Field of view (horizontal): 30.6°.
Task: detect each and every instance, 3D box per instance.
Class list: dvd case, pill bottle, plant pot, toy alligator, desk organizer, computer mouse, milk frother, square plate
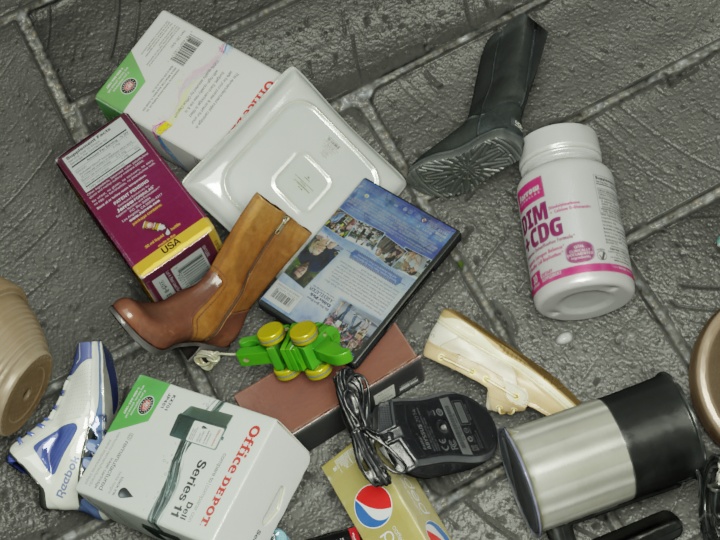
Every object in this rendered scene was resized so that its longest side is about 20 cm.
[{"bbox_3d":[0.000,0.000,1.470,0.142,0.018,0.200,31,69,25],"label":"dvd case"},{"bbox_3d":[0.237,-0.056,1.483,0.112,0.114,0.202,-7,66,2],"label":"pill bottle"},{"bbox_3d":[-0.399,0.115,1.423,0.092,0.201,0.202,26,72,10],"label":"plant pot"},{"bbox_3d":[-0.088,0.080,1.418,0.199,0.060,0.054,-3,34,31],"label":"toy alligator"},{"bbox_3d":[-0.034,0.130,1.453,0.199,0.072,0.077,-31,65,-8],"label":"desk organizer"},{"bbox_3d":[0.058,0.174,1.398,0.199,0.053,0.139,6,51,-36],"label":"computer mouse"},{"bbox_3d":[0.260,0.211,1.312,0.187,0.200,0.182,-19,83,-6],"label":"milk frother"},{"bbox_3d":[0.448,0.102,1.348,0.198,0.175,0.202,-1,78,5],"label":"plant pot"},{"bbox_3d":[-0.071,-0.102,1.527,0.200,0.028,0.198,44,76,-11],"label":"square plate"}]

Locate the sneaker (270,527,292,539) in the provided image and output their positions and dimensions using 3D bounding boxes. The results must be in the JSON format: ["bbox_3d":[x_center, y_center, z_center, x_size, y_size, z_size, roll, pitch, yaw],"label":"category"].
[{"bbox_3d":[-0.117,0.299,1.385,0.095,0.079,0.202,3,68,4],"label":"sneaker"}]

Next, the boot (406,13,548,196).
[{"bbox_3d":[0.139,-0.196,1.568,0.164,0.066,0.201,-19,46,38],"label":"boot"}]

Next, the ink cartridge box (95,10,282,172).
[{"bbox_3d":[-0.195,-0.201,1.599,0.199,0.084,0.145,30,73,16],"label":"ink cartridge box"}]

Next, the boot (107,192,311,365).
[{"bbox_3d":[-0.159,0.005,1.426,0.200,0.188,0.068,-52,49,9],"label":"boot"}]

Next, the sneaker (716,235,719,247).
[{"bbox_3d":[0.505,-0.020,1.477,0.198,0.078,0.092,-13,83,3],"label":"sneaker"}]

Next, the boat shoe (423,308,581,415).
[{"bbox_3d":[0.158,0.123,1.444,0.199,0.074,0.069,35,97,10],"label":"boat shoe"}]

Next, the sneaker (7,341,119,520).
[{"bbox_3d":[-0.330,0.177,1.454,0.114,0.081,0.201,-3,68,1],"label":"sneaker"}]

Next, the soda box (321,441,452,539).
[{"bbox_3d":[0.043,0.271,1.378,0.064,0.068,0.201,-38,67,17],"label":"soda box"}]

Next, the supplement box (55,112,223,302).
[{"bbox_3d":[-0.244,-0.059,1.511,0.103,0.131,0.200,-35,63,-9],"label":"supplement box"}]

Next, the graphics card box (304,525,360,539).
[{"bbox_3d":[-0.061,0.333,1.295,0.051,0.199,0.126,-21,80,33],"label":"graphics card box"}]

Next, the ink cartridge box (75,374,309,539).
[{"bbox_3d":[-0.172,0.208,1.358,0.199,0.083,0.147,12,64,34],"label":"ink cartridge box"}]
